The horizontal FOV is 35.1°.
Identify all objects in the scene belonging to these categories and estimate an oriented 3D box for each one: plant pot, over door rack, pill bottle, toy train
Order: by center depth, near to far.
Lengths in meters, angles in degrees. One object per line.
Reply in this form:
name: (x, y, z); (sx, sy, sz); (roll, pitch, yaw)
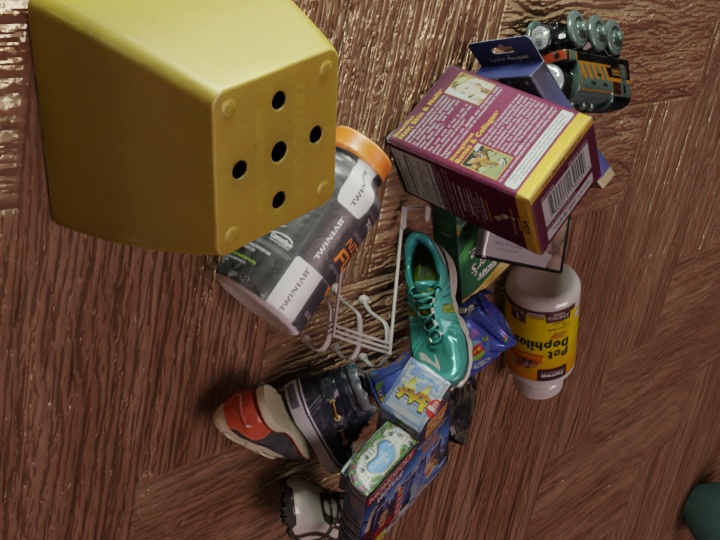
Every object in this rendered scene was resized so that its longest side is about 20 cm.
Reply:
plant pot: (-0.126, -0.124, 0.916); (0.199, 0.175, 0.203); (-29, 134, -40)
pill bottle: (-0.050, -0.046, 1.141); (0.201, 0.105, 0.106); (-56, 146, -11)
over door rack: (0.000, 0.000, 1.287); (0.147, 0.066, 0.203); (23, 82, -59)
toy train: (0.278, -0.260, 1.441); (0.199, 0.084, 0.116); (-6, 89, -52)
pill bottle: (0.264, 0.090, 1.667); (0.109, 0.108, 0.202); (-37, 139, -34)
plant pot: (0.906, 0.621, 2.906); (0.199, 0.134, 0.203); (-33, 137, -37)

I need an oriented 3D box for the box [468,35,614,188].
box: (0.201, -0.179, 1.318); (0.032, 0.121, 0.201); (-45, 115, -18)

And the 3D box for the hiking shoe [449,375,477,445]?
hiking shoe: (0.112, 0.160, 1.556); (0.102, 0.075, 0.201); (-67, 154, -21)

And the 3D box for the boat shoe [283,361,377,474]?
boat shoe: (-0.017, 0.175, 1.327); (0.090, 0.072, 0.201); (-19, 148, 4)

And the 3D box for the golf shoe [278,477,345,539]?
golf shoe: (-0.036, 0.292, 1.392); (0.200, 0.093, 0.079); (46, 32, -61)

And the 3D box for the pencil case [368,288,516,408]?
pencil case: (0.098, 0.109, 1.414); (0.199, 0.078, 0.087); (-37, 128, 8)

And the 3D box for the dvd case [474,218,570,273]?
dvd case: (0.214, -0.106, 1.419); (0.141, 0.017, 0.204); (9, 89, -34)

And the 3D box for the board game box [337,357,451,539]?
board game box: (0.039, 0.210, 1.316); (0.200, 0.061, 0.202); (-41, 151, -38)

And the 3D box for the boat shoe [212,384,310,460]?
boat shoe: (-0.103, 0.175, 1.259); (0.062, 0.072, 0.200); (-22, 159, 5)

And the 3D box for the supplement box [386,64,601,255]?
supplement box: (0.149, -0.126, 1.273); (0.131, 0.198, 0.104); (-49, 145, -18)

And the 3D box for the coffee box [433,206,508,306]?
coffee box: (0.148, -0.063, 1.458); (0.123, 0.044, 0.202); (-39, 140, -32)

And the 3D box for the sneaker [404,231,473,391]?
sneaker: (0.081, 0.048, 1.348); (0.076, 0.203, 0.080); (-17, 152, 12)
